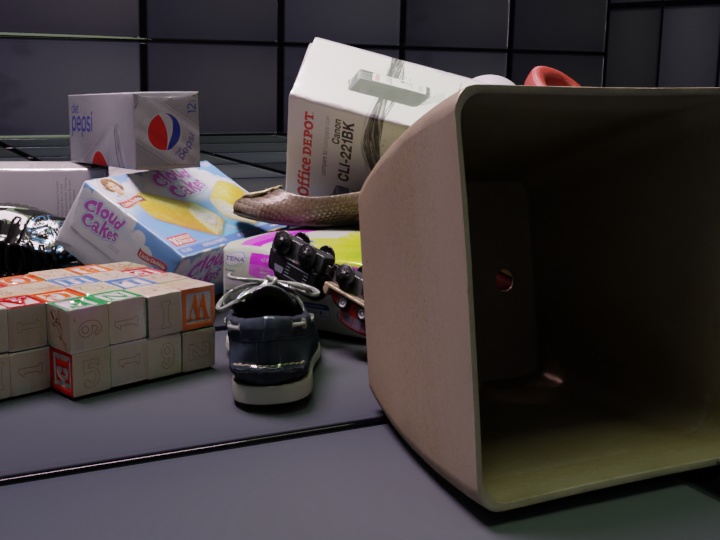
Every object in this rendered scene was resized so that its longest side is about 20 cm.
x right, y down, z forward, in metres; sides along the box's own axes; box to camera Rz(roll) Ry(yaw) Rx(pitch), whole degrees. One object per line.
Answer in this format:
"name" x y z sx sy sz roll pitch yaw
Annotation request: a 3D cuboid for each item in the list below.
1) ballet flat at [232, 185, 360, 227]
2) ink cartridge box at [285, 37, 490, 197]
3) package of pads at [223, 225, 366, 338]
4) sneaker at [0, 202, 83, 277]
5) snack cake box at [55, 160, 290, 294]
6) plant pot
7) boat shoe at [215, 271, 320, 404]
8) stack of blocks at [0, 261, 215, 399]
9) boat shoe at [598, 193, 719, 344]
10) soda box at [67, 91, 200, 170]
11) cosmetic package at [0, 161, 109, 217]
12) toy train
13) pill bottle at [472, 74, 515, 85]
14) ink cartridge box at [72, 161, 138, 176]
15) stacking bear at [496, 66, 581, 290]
"ballet flat" -0.017 -0.063 0.945 0.197 0.047 0.067 2 9 8
"ink cartridge box" 0.033 -0.115 0.989 0.197 0.145 0.084 17 54 7
"package of pads" 0.000 0.000 0.921 0.153 0.069 0.199 8 13 31
"sneaker" -0.291 -0.019 0.974 0.197 0.074 0.082 -5 20 -21
"snack cake box" -0.163 -0.035 0.964 0.115 0.068 0.200 37 22 12
"plant pot" 0.099 0.008 0.618 0.197 0.203 0.176 -4 2 -26
"boat shoe" -0.065 0.037 0.743 0.074 0.063 0.200 -1 11 0
"stack of blocks" -0.209 0.041 0.712 0.198 0.060 0.114 -9 16 -44
"boat shoe" 0.217 0.022 0.657 0.202 0.072 0.060 51 1 36
"soda box" -0.216 -0.132 0.995 0.063 0.069 0.199 -6 11 -31
"cosmetic package" -0.350 -0.053 1.052 0.197 0.109 0.085 0 11 -11
"toy train" 0.004 0.025 0.774 0.199 0.046 0.034 28 14 35
"pill bottle" 0.149 -0.132 1.158 0.118 0.121 0.201 1 33 -1
"ink cartridge box" -0.280 -0.078 1.240 0.197 0.086 0.146 2 11 14
"stacking bear" 0.112 -0.036 0.791 0.122 0.201 0.113 46 25 22
